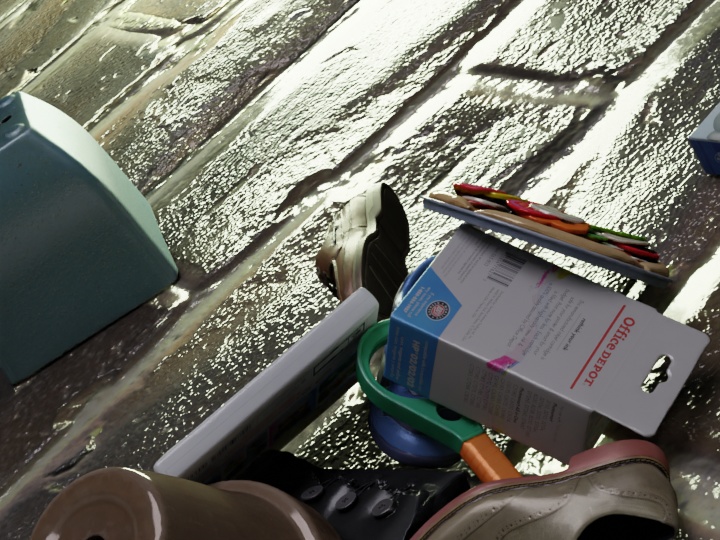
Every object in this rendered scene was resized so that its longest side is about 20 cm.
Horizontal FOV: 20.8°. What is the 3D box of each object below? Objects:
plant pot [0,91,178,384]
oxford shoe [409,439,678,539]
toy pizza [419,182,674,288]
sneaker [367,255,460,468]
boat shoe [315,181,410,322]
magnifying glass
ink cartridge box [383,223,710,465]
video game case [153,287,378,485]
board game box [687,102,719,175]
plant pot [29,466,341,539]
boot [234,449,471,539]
[{"bbox_3d":[-0.324,-0.053,1.917,0.195,0.201,0.197,-33,29,0],"label":"plant pot"},{"bbox_3d":[0.113,0.178,1.279,0.199,0.071,0.075,-27,35,12],"label":"oxford shoe"},{"bbox_3d":[0.140,-0.032,1.457,0.200,0.199,0.032,22,94,56],"label":"toy pizza"},{"bbox_3d":[0.048,0.067,1.475,0.073,0.083,0.201,9,36,-5],"label":"sneaker"},{"bbox_3d":[0.000,0.000,1.665,0.068,0.072,0.200,-27,20,18],"label":"boat shoe"},{"bbox_3d":[0.067,0.107,1.383,0.079,0.023,0.200,-21,55,-27],"label":"magnifying glass"},{"bbox_3d":[0.130,0.060,1.377,0.199,0.068,0.115,25,48,18],"label":"ink cartridge box"},{"bbox_3d":[-0.069,0.108,1.463,0.200,0.024,0.182,-41,-12,-14],"label":"video game case"},{"bbox_3d":[0.388,-0.143,1.519,0.199,0.044,0.199,-46,32,-22],"label":"board game box"},{"bbox_3d":[-0.125,0.212,1.291,0.199,0.175,0.202,-16,55,24],"label":"plant pot"},{"bbox_3d":[-0.031,0.201,1.397,0.199,0.066,0.165,6,49,42],"label":"boot"}]
